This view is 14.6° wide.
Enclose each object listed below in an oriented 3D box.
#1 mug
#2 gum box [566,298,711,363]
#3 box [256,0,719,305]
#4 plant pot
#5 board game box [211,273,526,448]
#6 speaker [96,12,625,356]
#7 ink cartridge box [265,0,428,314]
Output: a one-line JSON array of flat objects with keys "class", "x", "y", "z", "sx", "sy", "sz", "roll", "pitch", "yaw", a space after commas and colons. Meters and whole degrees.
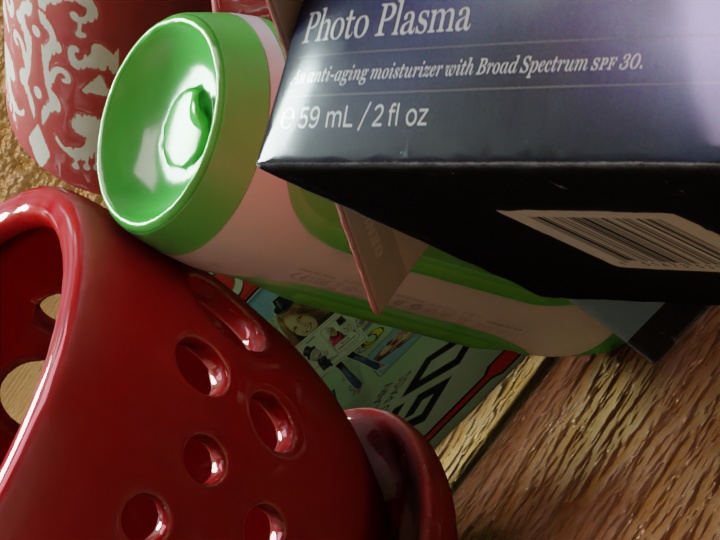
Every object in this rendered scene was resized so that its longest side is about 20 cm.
[{"class": "mug", "x": -0.088, "y": -0.121, "z": 1.102, "sx": 0.201, "sy": 0.133, "sz": 0.178, "roll": 100, "pitch": 180, "yaw": -46}, {"class": "gum box", "x": 0.132, "y": -0.087, "z": 0.891, "sx": 0.170, "sy": 0.044, "sz": 0.200, "roll": -48, "pitch": 15, "yaw": 26}, {"class": "box", "x": 0.094, "y": -0.101, "z": 0.742, "sx": 0.199, "sy": 0.123, "sz": 0.200, "roll": 2, "pitch": 73, "yaw": 51}, {"class": "plant pot", "x": -0.082, "y": 0.099, "z": 0.965, "sx": 0.200, "sy": 0.182, "sz": 0.201, "roll": -40, "pitch": 32, "yaw": 32}, {"class": "board game box", "x": 0.000, "y": 0.000, "z": 1.067, "sx": 0.200, "sy": 0.135, "sz": 0.029, "roll": -46, "pitch": 12, "yaw": 7}, {"class": "speaker", "x": 0.012, "y": -0.026, "z": 0.955, "sx": 0.088, "sy": 0.199, "sz": 0.089, "roll": -23, "pitch": 61, "yaw": 47}, {"class": "ink cartridge box", "x": 0.007, "y": -0.119, "z": 0.840, "sx": 0.045, "sy": 0.201, "sz": 0.176, "roll": 9, "pitch": 42, "yaw": 35}]
